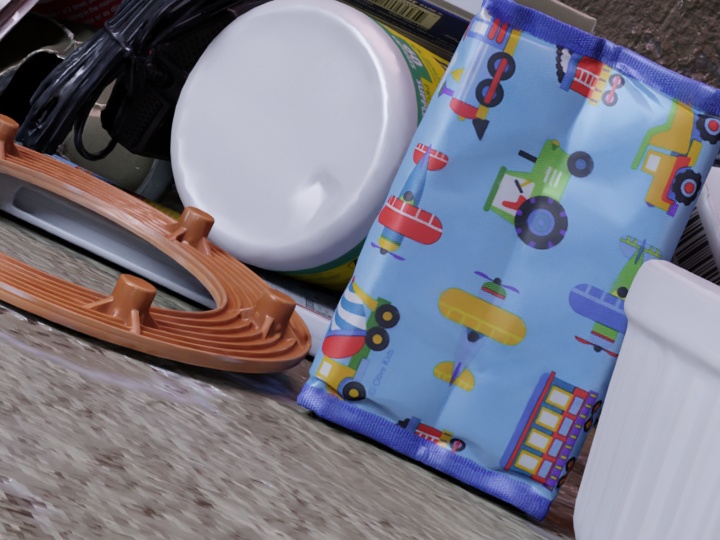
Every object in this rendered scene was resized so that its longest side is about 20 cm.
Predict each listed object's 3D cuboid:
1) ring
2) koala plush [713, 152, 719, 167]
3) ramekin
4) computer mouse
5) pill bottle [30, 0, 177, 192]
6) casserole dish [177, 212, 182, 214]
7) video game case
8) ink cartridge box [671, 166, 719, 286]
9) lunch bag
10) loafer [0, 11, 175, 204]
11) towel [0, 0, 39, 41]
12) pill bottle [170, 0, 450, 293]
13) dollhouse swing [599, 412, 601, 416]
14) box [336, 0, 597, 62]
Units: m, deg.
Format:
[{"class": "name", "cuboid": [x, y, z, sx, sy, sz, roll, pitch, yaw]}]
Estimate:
[{"class": "ring", "cuboid": [-0.105, -0.020, 0.677, 0.199, 0.019, 0.200, 25, 10, -5]}, {"class": "koala plush", "cuboid": [0.175, -0.013, 1.121, 0.183, 0.179, 0.200, 15, -5, -27]}, {"class": "ramekin", "cuboid": [0.154, 0.080, 0.578, 0.201, 0.095, 0.202, 26, 4, -2]}, {"class": "computer mouse", "cuboid": [-0.061, -0.093, 0.885, 0.053, 0.138, 0.200, 57, 17, 24]}, {"class": "pill bottle", "cuboid": [-0.125, -0.153, 1.112, 0.200, 0.112, 0.112, 57, -12, -27]}, {"class": "casserole dish", "cuboid": [0.000, 0.000, 1.016, 0.199, 0.039, 0.121, 26, 5, -5]}, {"class": "video game case", "cuboid": [-0.091, -0.016, 0.826, 0.199, 0.018, 0.143, 26, 5, -4]}, {"class": "ink cartridge box", "cuboid": [0.218, 0.045, 0.835, 0.199, 0.047, 0.161, 6, 57, -37]}, {"class": "lunch bag", "cuboid": [0.056, -0.012, 0.727, 0.094, 0.151, 0.200, 25, 5, 1]}, {"class": "loafer", "cuboid": [-0.155, -0.092, 0.987, 0.069, 0.076, 0.200, 27, 3, -39]}, {"class": "towel", "cuboid": [-0.227, -0.186, 1.012, 0.199, 0.191, 0.032, 27, -23, 31]}, {"class": "pill bottle", "cuboid": [0.014, -0.042, 0.871, 0.112, 0.113, 0.200, 28, 4, 30]}, {"class": "dollhouse swing", "cuboid": [0.232, 0.114, 0.985, 0.199, 0.175, 0.183, 21, 47, -42]}, {"class": "box", "cuboid": [0.025, -0.111, 0.932, 0.121, 0.033, 0.200, 24, -10, -8]}]
